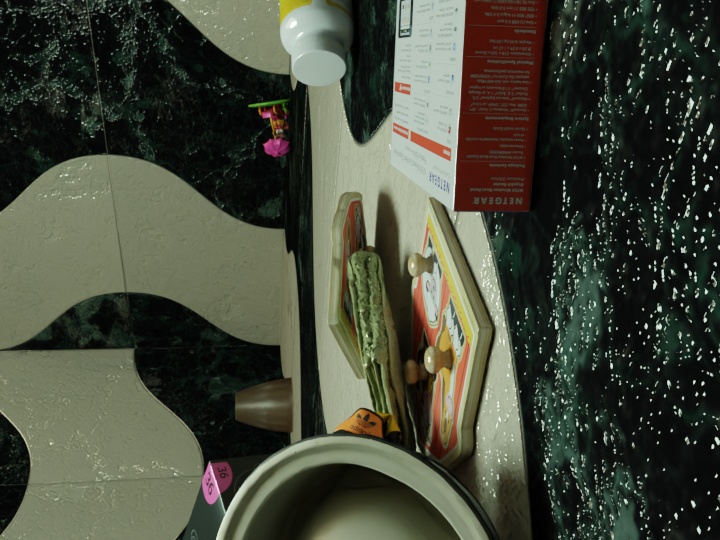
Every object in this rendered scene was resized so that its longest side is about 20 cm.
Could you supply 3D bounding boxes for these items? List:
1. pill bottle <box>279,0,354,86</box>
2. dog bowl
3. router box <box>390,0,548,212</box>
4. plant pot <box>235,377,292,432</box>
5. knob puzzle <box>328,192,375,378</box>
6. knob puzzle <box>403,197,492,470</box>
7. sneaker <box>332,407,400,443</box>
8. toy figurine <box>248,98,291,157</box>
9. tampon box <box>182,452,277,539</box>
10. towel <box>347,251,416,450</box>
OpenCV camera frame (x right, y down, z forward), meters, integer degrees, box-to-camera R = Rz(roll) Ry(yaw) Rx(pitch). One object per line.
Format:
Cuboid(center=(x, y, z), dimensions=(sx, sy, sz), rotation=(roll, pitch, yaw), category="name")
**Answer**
Cuboid(center=(-0.065, -0.381, 1.154), dimensions=(0.112, 0.109, 0.205), rotation=(109, 159, -65), category="pill bottle")
Cuboid(center=(0.006, 0.202, 0.486), dimensions=(0.073, 0.195, 0.206), rotation=(12, -105, -66), category="dog bowl")
Cuboid(center=(0.063, -0.147, 0.514), dimensions=(0.200, 0.048, 0.184), rotation=(-118, 29, -72), category="router box")
Cuboid(center=(-0.338, 0.473, 2.725), dimensions=(0.187, 0.195, 0.192), rotation=(179, 90, -81), category="plant pot")
Cuboid(center=(0.000, 0.000, 0.902), dimensions=(0.219, 0.030, 0.226), rotation=(-2, -90, -80), category="knob puzzle")
Cuboid(center=(0.055, 0.072, 0.638), dimensions=(0.220, 0.030, 0.226), rotation=(179, 90, -81), category="knob puzzle")
Cuboid(center=(0.011, 0.164, 0.642), dimensions=(0.091, 0.069, 0.200), rotation=(-60, -18, -10), category="sneaker")
Cuboid(center=(-0.290, -0.487, 2.681), dimensions=(0.200, 0.146, 0.189), rotation=(-49, -47, -70), category="toy figurine")
Cuboid(center=(-0.104, 0.314, 0.803), dimensions=(0.151, 0.124, 0.203), rotation=(57, 135, 43), category="tampon box")
Cuboid(center=(0.022, 0.084, 0.740), dimensions=(0.201, 0.036, 0.151), rotation=(-101, -1, -61), category="towel")
